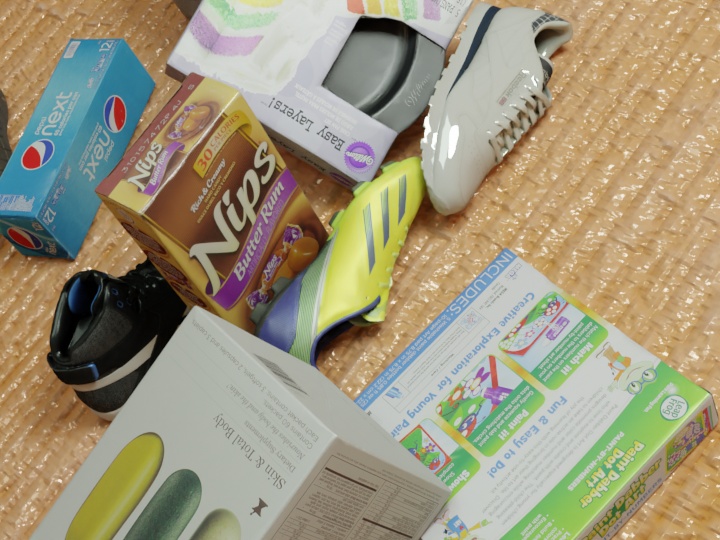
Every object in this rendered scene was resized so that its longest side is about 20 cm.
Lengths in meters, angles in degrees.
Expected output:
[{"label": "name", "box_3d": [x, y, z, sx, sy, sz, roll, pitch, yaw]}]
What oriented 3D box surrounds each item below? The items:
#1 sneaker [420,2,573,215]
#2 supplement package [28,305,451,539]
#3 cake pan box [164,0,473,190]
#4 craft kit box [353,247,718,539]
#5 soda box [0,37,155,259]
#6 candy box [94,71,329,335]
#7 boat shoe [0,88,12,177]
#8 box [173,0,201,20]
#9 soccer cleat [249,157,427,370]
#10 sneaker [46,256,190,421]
[{"label": "sneaker", "box_3d": [0.106, -0.130, 1.075, 0.080, 0.077, 0.201, 12, 64, 19]}, {"label": "supplement package", "box_3d": [-0.080, 0.162, 0.871, 0.152, 0.150, 0.201, 38, 93, 38]}, {"label": "cake pan box", "box_3d": [-0.030, -0.188, 1.096, 0.199, 0.052, 0.185, 32, 85, -8]}, {"label": "craft kit box", "box_3d": [0.103, 0.108, 0.925, 0.200, 0.049, 0.197, -44, 49, -9]}, {"label": "soda box", "box_3d": [-0.260, -0.112, 1.225, 0.064, 0.068, 0.201, 5, 60, 27]}, {"label": "candy box", "box_3d": [-0.102, -0.036, 1.015, 0.056, 0.200, 0.117, 24, 70, 35]}, {"label": "boat shoe", "box_3d": [-0.373, -0.113, 1.281, 0.073, 0.075, 0.201, -27, 42, 10]}, {"label": "box", "box_3d": [-0.070, -0.299, 1.229, 0.199, 0.131, 0.200, -42, 51, -7]}, {"label": "soccer cleat", "box_3d": [0.000, 0.001, 1.043, 0.083, 0.065, 0.201, 34, 73, 18]}, {"label": "sneaker", "box_3d": [-0.167, 0.012, 1.068, 0.073, 0.112, 0.201, 20, 67, 32]}]
